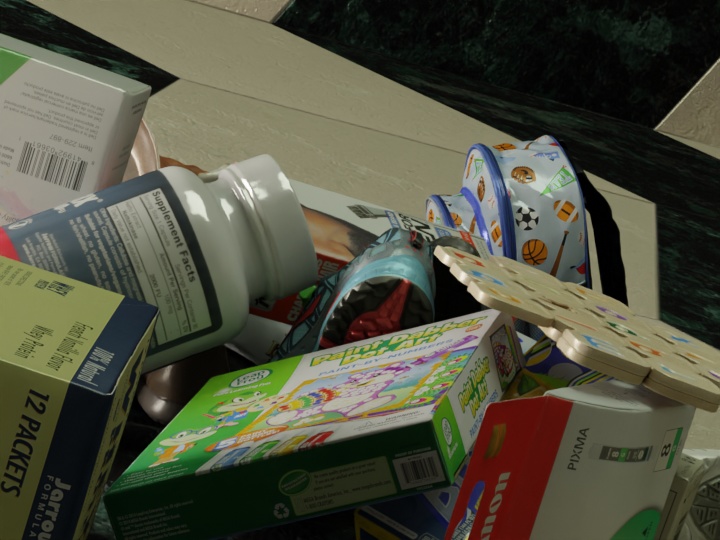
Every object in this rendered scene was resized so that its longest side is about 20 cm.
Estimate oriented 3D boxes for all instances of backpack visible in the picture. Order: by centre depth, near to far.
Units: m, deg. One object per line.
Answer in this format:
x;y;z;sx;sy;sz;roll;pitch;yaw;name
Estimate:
0.129;-0.014;2.093;0.154;0.191;0.200;-2;17;-15;backpack

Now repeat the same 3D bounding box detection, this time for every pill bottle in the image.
-0.135;0.002;1.581;0.200;0.120;0.120;-21;24;-13;pill bottle

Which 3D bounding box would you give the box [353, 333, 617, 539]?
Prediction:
0.085;0.119;1.485;0.070;0.064;0.200;27;51;30;box

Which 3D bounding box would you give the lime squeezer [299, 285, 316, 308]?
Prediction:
-0.010;0.089;1.732;0.038;0.071;0.200;13;-25;42;lime squeezer

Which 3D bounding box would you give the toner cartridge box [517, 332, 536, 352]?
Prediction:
0.138;0.095;1.851;0.200;0.043;0.095;26;21;-13;toner cartridge box

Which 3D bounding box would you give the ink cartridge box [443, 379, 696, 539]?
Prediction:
0.110;0.146;1.415;0.050;0.161;0.200;22;12;26;ink cartridge box

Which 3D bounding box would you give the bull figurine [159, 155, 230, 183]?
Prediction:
-0.142;-0.045;1.835;0.121;0.065;0.200;-3;46;-34;bull figurine

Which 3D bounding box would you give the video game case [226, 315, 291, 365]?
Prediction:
-0.006;0.056;1.923;0.181;0.046;0.200;26;14;35;video game case

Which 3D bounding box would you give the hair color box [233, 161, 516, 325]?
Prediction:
0.000;0.000;1.757;0.200;0.064;0.111;15;26;-20;hair color box

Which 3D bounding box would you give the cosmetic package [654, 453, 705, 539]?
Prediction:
0.106;0.135;1.601;0.200;0.105;0.071;23;11;13;cosmetic package

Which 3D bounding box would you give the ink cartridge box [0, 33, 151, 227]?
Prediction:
-0.240;-0.049;1.668;0.145;0.200;0.088;18;9;3;ink cartridge box

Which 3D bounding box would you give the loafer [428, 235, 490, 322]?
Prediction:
0.060;0.047;1.686;0.073;0.200;0.072;21;46;17;loafer

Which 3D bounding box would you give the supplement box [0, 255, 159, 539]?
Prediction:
-0.227;0.070;1.307;0.199;0.135;0.200;18;12;-1;supplement box

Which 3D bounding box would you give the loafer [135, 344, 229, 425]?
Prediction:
-0.130;0.046;1.714;0.073;0.071;0.200;12;13;-30;loafer

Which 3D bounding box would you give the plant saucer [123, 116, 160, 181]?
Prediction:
-0.235;-0.050;1.783;0.200;0.200;0.032;23;-21;21;plant saucer

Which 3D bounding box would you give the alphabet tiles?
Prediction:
0.142;0.036;1.503;0.195;0.015;0.200;20;10;-18;alphabet tiles

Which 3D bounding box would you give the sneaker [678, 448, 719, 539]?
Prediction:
0.198;0.146;1.762;0.200;0.078;0.099;12;10;-32;sneaker

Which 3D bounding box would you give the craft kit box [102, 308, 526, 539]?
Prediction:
-0.021;0.090;1.438;0.200;0.049;0.198;-14;10;18;craft kit box

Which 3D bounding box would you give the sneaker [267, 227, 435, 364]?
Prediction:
-0.009;0.051;1.594;0.079;0.200;0.096;33;37;-13;sneaker
